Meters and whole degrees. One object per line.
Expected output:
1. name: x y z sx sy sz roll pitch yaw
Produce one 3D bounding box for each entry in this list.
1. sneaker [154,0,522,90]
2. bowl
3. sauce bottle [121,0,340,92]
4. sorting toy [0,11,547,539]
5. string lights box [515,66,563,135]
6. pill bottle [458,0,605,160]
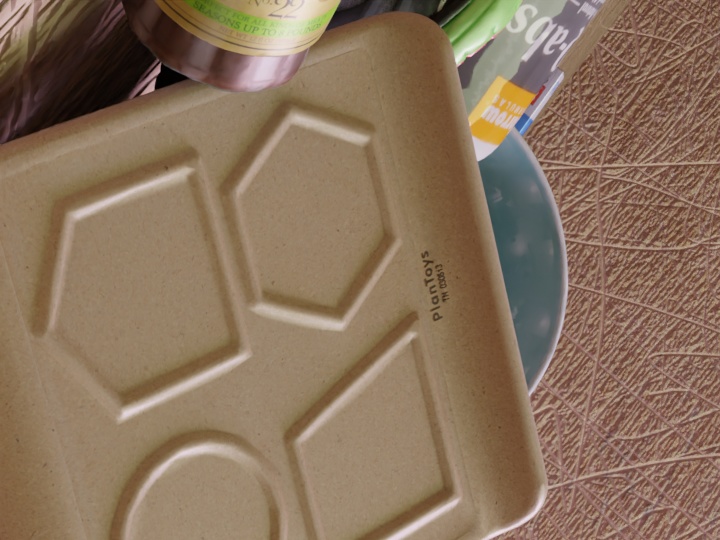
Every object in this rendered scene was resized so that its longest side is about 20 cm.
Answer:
1. sneaker: -0.038 -0.073 0.627 0.199 0.084 0.077 -37 -168 -5
2. bowl: 0.000 0.000 0.947 0.201 0.201 0.105 -50 -166 -29
3. sauce bottle: -0.008 -0.135 0.478 0.065 0.064 0.201 -48 172 -45
4. sorting toy: -0.038 0.032 0.566 0.199 0.187 0.036 -23 -164 -33
5. string lights box: 0.021 -0.063 1.046 0.201 0.102 0.059 -54 176 8
6. pill bottle: 0.034 -0.115 0.715 0.201 0.116 0.116 -55 175 12
